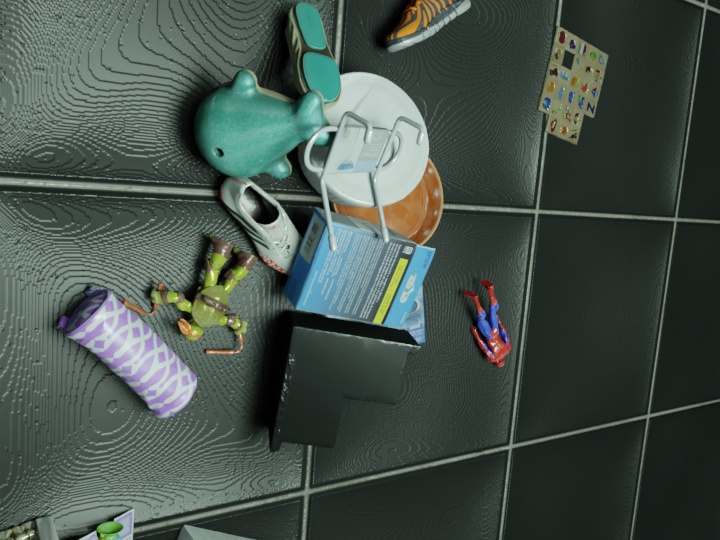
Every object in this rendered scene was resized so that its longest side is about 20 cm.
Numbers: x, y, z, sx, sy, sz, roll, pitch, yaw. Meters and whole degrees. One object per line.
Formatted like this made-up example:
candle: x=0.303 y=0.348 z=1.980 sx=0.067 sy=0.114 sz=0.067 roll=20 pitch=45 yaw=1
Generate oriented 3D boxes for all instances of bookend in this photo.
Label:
bookend: x=-0.030 y=0.183 z=1.048 sx=0.199 sy=0.092 sz=0.200 roll=9 pitch=99 yaw=-11

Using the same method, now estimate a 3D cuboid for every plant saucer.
plant saucer: x=0.042 y=-0.123 z=1.099 sx=0.199 sy=0.032 sz=0.201 roll=2 pitch=84 yaw=-21

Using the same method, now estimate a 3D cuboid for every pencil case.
pencil case: x=-0.312 y=0.116 z=0.907 sx=0.085 sy=0.084 sz=0.200 roll=-30 pitch=118 yaw=14

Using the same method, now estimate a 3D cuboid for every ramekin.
ramekin: x=-0.005 y=-0.189 z=1.020 sx=0.201 sy=0.094 sz=0.203 roll=2 pitch=84 yaw=-22

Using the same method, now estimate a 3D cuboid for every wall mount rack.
wall mount rack: x=0.006 y=-0.123 z=0.901 sx=0.200 sy=0.074 sz=0.174 roll=-11 pitch=130 yaw=-49

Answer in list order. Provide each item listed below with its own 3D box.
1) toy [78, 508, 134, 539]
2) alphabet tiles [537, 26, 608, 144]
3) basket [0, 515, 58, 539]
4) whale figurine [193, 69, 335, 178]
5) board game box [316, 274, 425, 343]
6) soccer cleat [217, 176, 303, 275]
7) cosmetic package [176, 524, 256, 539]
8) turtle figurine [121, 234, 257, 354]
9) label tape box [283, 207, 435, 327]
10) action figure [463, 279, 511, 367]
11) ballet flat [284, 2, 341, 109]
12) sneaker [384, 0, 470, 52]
toy: x=-0.345 y=0.453 z=0.933 sx=0.115 sy=0.047 sz=0.201 roll=-11 pitch=103 yaw=-67
alphabet tiles: x=0.430 y=-0.367 z=1.359 sx=0.167 sy=0.008 sz=0.201 roll=11 pitch=93 yaw=-35
basket: x=-0.440 y=0.443 z=0.847 sx=0.123 sy=0.135 sz=0.201 roll=-7 pitch=103 yaw=-31
whale figurine: x=-0.135 y=-0.185 z=0.892 sx=0.104 sy=0.199 sz=0.160 roll=-56 pitch=139 yaw=-44
board game box: x=0.017 y=0.047 z=1.136 sx=0.199 sy=0.043 sz=0.200 roll=-13 pitch=105 yaw=-31
soccer cleat: x=-0.130 y=-0.060 z=0.991 sx=0.069 sy=0.085 sz=0.200 roll=-47 pitch=120 yaw=-18
cosmetic package: x=-0.203 y=0.483 z=1.048 sx=0.200 sy=0.081 sz=0.113 roll=31 pitch=82 yaw=-35
turtle figurine: x=-0.222 y=0.034 z=0.958 sx=0.200 sy=0.064 sz=0.162 roll=29 pitch=82 yaw=-34
label tape box: x=0.000 y=0.000 z=1.032 sx=0.199 sy=0.066 sz=0.144 roll=12 pitch=109 yaw=-33
action figure: x=0.252 y=0.112 z=1.304 sx=0.065 sy=0.052 sz=0.201 roll=-33 pitch=120 yaw=-19
ballet flat: x=-0.070 y=-0.291 z=0.948 sx=0.067 sy=0.062 sz=0.201 roll=6 pitch=58 yaw=-27
sneaker: x=0.090 y=-0.438 z=1.084 sx=0.200 sy=0.077 sz=0.112 roll=-45 pitch=116 yaw=-32
